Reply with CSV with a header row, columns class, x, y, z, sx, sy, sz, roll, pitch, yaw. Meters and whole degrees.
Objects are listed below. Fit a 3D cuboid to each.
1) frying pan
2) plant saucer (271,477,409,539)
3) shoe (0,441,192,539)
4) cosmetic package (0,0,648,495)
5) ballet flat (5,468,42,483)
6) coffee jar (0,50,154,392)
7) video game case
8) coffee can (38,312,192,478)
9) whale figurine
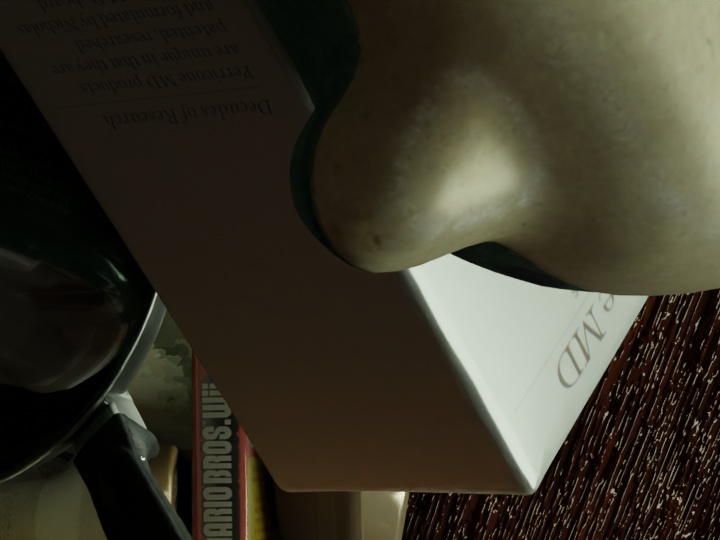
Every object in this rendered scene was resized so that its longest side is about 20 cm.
class,x,y,z,sx,sy,sz,roll,pitch,yaw
frying pan,-0.061,0.013,0.685,0.031,0.190,0.115,31,85,-48
plant saucer,0.000,0.000,0.844,0.200,0.029,0.200,4,90,-83
shoe,-0.068,0.083,0.829,0.200,0.053,0.070,77,8,-75
cosmetic package,-0.013,-0.060,0.578,0.101,0.071,0.200,-57,130,-36
ballet flat,-0.128,0.092,0.853,0.068,0.072,0.200,-71,179,-49
coffee jar,-0.065,-0.080,0.655,0.104,0.085,0.200,139,-31,-66
video game case,-0.031,0.071,0.825,0.143,0.017,0.200,43,46,-84
coffee can,-0.087,0.074,1.006,0.146,0.146,0.200,-75,-179,-45
whale figurine,0.010,-0.075,0.476,0.104,0.200,0.159,0,-110,49
